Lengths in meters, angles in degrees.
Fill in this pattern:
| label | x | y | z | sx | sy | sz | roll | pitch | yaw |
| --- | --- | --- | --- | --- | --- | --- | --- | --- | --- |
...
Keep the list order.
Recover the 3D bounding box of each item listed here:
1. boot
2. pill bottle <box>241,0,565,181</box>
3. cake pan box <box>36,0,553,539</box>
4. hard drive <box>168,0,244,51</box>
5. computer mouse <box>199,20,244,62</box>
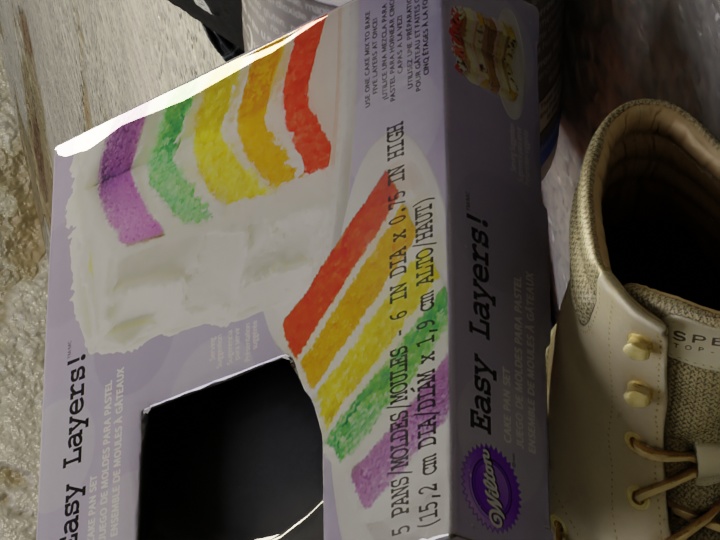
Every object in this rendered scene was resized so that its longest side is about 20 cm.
| label | x | y | z | sx | sy | sz | roll | pitch | yaw |
| --- | --- | --- | --- | --- | --- | --- | --- | --- | --- |
| boot | 0.100 | 0.066 | 0.773 | 0.156 | 0.073 | 0.200 | 98 | 163 | -54 |
| pill bottle | 0.014 | -0.122 | 0.896 | 0.114 | 0.114 | 0.200 | -114 | 18 | -48 |
| cake pan box | -0.025 | 0.025 | 0.829 | 0.184 | 0.052 | 0.200 | -22 | 58 | 40 |
| hard drive | -0.063 | -0.143 | 1.054 | 0.200 | 0.038 | 0.140 | 36 | 166 | 40 |
| computer mouse | -0.024 | -0.068 | 1.180 | 0.200 | 0.034 | 0.059 | 56 | -174 | -12 |
